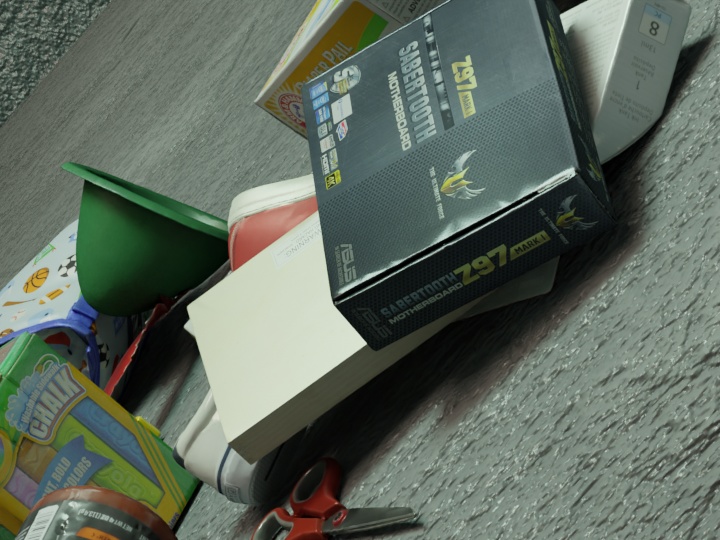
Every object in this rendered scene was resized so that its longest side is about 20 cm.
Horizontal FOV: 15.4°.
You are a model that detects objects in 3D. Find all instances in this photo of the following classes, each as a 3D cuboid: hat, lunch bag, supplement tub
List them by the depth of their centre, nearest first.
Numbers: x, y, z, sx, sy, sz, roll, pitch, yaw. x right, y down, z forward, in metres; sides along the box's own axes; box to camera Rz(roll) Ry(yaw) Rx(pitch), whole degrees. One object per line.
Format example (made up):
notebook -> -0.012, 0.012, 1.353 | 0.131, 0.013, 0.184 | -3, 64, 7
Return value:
supplement tub -> -0.178, 0.226, 1.539 | 0.107, 0.107, 0.200 | -38, 20, 38
hat -> -0.182, 0.028, 1.990 | 0.176, 0.165, 0.200 | -68, -22, 2
lunch bag -> -0.237, 0.056, 2.096 | 0.200, 0.124, 0.170 | -48, 12, 37

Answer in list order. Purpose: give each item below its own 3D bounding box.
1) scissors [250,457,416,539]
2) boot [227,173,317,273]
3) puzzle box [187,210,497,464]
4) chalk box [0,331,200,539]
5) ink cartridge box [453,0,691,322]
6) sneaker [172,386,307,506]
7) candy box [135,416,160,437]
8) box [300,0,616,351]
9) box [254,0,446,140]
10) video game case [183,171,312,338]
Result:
scissors -> -0.017, 0.144, 1.459 | 0.073, 0.014, 0.200 | -49, 16, -7
boot -> 0.000, 0.000, 1.684 | 0.200, 0.072, 0.145 | -20, 54, 31
puzzle box -> -0.005, 0.011, 1.535 | 0.200, 0.025, 0.133 | -35, 37, 12
chalk box -> -0.230, 0.134, 1.726 | 0.124, 0.200, 0.124 | -33, 22, 48
ink cartridge box -> 0.112, -0.058, 1.553 | 0.160, 0.047, 0.200 | -21, 49, 60
sneaker -> -0.050, 0.042, 1.611 | 0.200, 0.071, 0.073 | -61, -21, -16
candy box -> -0.221, 0.195, 1.893 | 0.200, 0.026, 0.102 | -57, 14, -27
box -> 0.051, -0.068, 1.494 | 0.157, 0.051, 0.200 | -27, 40, 17
box -> 0.026, -0.152, 1.685 | 0.113, 0.101, 0.200 | -60, 8, -24
video game case -> -0.033, -0.013, 1.837 | 0.200, 0.036, 0.181 | -50, 16, -3
